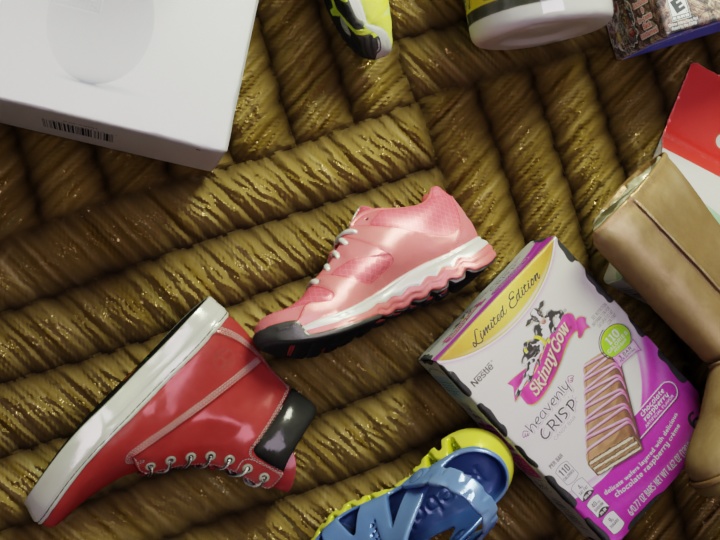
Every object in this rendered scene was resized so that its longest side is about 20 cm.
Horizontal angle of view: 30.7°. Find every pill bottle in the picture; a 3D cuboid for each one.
[{"bbox_3d":[0.122,-0.276,0.992,0.110,0.111,0.202,-8,89,-12],"label":"pill bottle"}]

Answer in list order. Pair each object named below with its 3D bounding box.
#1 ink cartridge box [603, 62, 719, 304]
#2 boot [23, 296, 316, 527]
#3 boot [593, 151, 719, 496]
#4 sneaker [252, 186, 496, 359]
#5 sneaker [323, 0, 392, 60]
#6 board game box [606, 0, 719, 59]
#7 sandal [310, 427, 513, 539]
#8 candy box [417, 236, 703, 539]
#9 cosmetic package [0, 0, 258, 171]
[{"bbox_3d":[0.304,-0.048,1.052,0.160,0.050,0.201,25,85,-10],"label":"ink cartridge box"},{"bbox_3d":[-0.129,0.138,0.942,0.200,0.072,0.144,-45,98,-14],"label":"boot"},{"bbox_3d":[0.237,0.040,0.971,0.200,0.066,0.175,48,55,-7],"label":"boot"},{"bbox_3d":[0.000,0.000,0.982,0.199,0.074,0.087,-24,80,-21],"label":"sneaker"},{"bbox_3d":[-0.001,-0.260,0.984,0.076,0.075,0.201,-15,92,-11],"label":"sneaker"},{"bbox_3d":[0.260,-0.289,1.028,0.158,0.097,0.201,-18,91,-12],"label":"board game box"},{"bbox_3d":[0.029,0.195,0.953,0.200,0.087,0.080,-43,98,4],"label":"sandal"},{"bbox_3d":[0.162,0.092,1.007,0.200,0.061,0.136,46,79,-6],"label":"candy box"},{"bbox_3d":[-0.174,-0.194,0.920,0.198,0.123,0.201,13,86,-11],"label":"cosmetic package"}]
